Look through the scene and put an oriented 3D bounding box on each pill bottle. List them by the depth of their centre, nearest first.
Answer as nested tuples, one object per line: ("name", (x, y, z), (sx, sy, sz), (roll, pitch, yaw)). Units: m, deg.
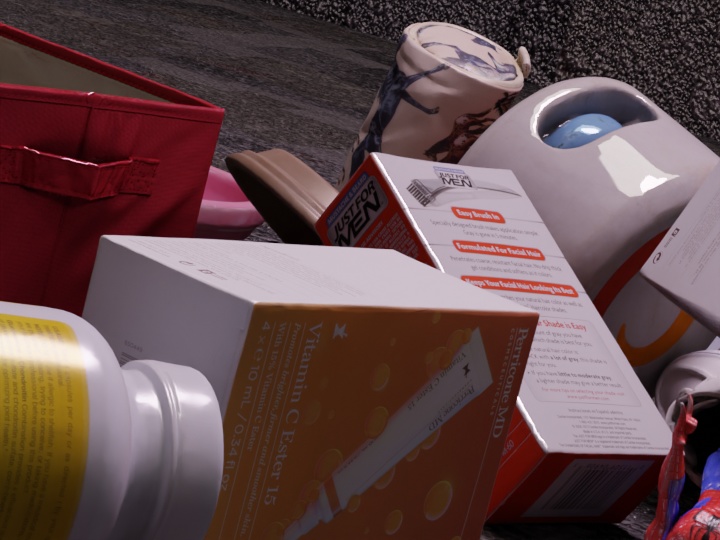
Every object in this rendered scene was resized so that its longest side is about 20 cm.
("pill bottle", (-0.157, 0.065, 1.022), (0.199, 0.113, 0.112), (9, 11, -30))

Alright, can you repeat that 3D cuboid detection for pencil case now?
("pencil case", (0.034, -0.054, 1.671), (0.089, 0.201, 0.078), (13, 21, -30))

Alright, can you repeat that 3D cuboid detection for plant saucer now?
("plant saucer", (0.000, 0.000, 1.549), (0.200, 0.029, 0.200), (45, -6, 6))
("plant saucer", (-0.162, -0.050, 1.846), (0.199, 0.051, 0.201), (13, 10, -2))

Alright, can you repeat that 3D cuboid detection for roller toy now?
("roller toy", (0.135, -0.015, 1.623), (0.140, 0.183, 0.200), (44, 2, 34))

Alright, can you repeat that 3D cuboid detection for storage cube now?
("storage cube", (-0.195, -0.016, 1.225), (0.199, 0.181, 0.170), (24, 13, 39))

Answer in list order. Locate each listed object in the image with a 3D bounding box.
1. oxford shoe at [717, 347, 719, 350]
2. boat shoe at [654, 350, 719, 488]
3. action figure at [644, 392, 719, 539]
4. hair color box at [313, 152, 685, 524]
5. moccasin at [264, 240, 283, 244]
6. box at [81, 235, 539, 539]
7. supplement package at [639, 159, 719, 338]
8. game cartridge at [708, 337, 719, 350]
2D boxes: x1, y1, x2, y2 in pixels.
("oxford shoe", (0.264, 0.045, 1.731), (0.071, 0.073, 0.200), (25, 39, 36))
("boat shoe", (0.207, 0.089, 1.537), (0.065, 0.074, 0.200), (15, 8, -23))
("action figure", (0.193, 0.093, 1.349), (0.065, 0.099, 0.200), (22, 30, 14))
("hair color box", (0.070, 0.035, 1.402), (0.111, 0.064, 0.201), (5, 46, -44))
("moccasin", (-0.048, 0.027, 1.525), (0.080, 0.069, 0.200), (11, 11, -19))
("box", (-0.029, 0.060, 1.206), (0.097, 0.125, 0.199), (22, 13, 38))
("supplement package", (0.286, -0.015, 1.428), (0.147, 0.192, 0.200), (35, 2, -19))
("game cartridge", (0.310, 0.087, 1.815), (0.199, 0.041, 0.133), (20, 8, 32))
